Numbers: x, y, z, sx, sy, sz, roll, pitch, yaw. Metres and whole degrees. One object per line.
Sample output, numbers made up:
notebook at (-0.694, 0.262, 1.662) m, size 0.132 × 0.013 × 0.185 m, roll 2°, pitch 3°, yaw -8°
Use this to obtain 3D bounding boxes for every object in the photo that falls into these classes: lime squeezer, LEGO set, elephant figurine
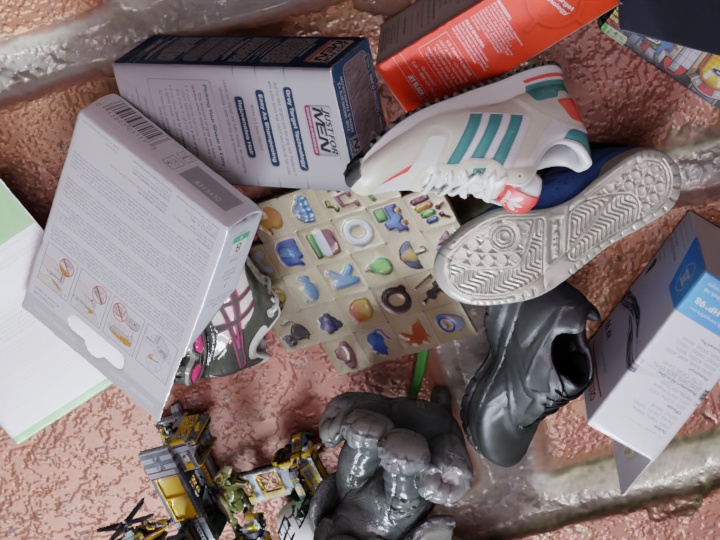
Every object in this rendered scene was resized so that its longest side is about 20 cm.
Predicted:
lime squeezer at (0.033, 0.028, 1.759) m, size 0.070 × 0.038 × 0.200 m, roll -18°, pitch 115°, yaw 10°
LEGO set at (-0.119, 0.177, 1.763) m, size 0.153 × 0.200 × 0.116 m, roll -13°, pitch 115°, yaw 30°
elephant figurine at (0.007, 0.205, 1.749) m, size 0.155 × 0.142 × 0.201 m, roll 8°, pitch 109°, yaw -28°

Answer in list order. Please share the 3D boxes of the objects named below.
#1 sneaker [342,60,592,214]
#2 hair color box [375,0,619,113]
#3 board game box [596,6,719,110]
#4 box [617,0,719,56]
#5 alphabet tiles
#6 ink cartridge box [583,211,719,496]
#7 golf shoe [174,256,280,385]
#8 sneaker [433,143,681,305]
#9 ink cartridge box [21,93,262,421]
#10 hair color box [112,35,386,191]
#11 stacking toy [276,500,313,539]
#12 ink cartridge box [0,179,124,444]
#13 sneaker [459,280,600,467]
sneaker at (0.086, -0.080, 1.576) m, size 0.094 × 0.199 × 0.070 m, roll 62°, pitch 150°, yaw 8°
hair color box at (0.110, -0.195, 1.613) m, size 0.200 × 0.102 × 0.061 m, roll -31°, pitch 109°, yaw 16°
board game box at (0.291, -0.174, 1.662) m, size 0.200 × 0.023 × 0.105 m, roll 31°, pitch 111°, yaw -12°
box at (0.280, -0.277, 1.509) m, size 0.200 × 0.123 × 0.199 m, roll -25°, pitch 121°, yaw -30°
alphabet tiles at (0.000, 0.000, 1.731) m, size 0.200 × 0.006 × 0.167 m, roll -18°, pitch 114°, yaw 29°
ink cartridge box at (0.235, 0.067, 1.727) m, size 0.067 × 0.116 × 0.200 m, roll 30°, pitch 113°, yaw -12°
golf shoe at (-0.107, 0.005, 1.727) m, size 0.088 × 0.077 × 0.200 m, roll -4°, pitch 137°, yaw -16°
sneaker at (0.143, -0.038, 1.675) m, size 0.200 × 0.111 × 0.077 m, roll -29°, pitch 100°, yaw -2°
ink cartridge box at (-0.170, -0.009, 1.664) m, size 0.161 × 0.050 × 0.200 m, roll 38°, pitch 130°, yaw 21°
hair color box at (-0.081, -0.120, 1.632) m, size 0.199 × 0.061 × 0.100 m, roll 5°, pitch 121°, yaw 32°
stacking toy at (0.017, 0.254, 1.834) m, size 0.200 × 0.146 × 0.146 m, roll 32°, pitch 114°, yaw 4°
ink cartridge box at (-0.281, 0.027, 1.764) m, size 0.145 × 0.048 × 0.200 m, roll -32°, pitch 109°, yaw 16°
sneaker at (0.138, 0.088, 1.735) m, size 0.091 × 0.076 × 0.200 m, roll 33°, pitch 136°, yaw 28°
